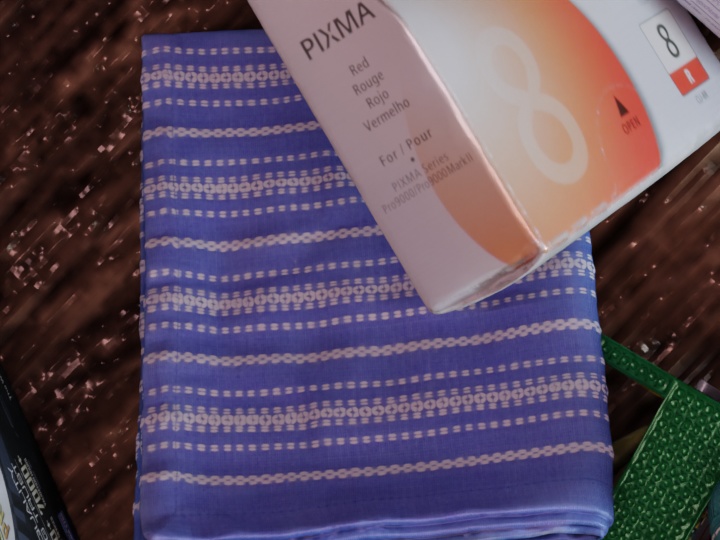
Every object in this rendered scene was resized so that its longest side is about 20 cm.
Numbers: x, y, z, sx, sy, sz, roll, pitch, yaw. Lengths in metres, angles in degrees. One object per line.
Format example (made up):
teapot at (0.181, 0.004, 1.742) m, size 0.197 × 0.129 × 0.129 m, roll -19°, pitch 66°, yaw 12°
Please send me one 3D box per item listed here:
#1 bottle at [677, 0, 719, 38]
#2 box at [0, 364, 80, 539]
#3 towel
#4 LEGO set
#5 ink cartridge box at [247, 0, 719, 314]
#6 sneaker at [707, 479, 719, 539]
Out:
bottle at (0.144, -0.096, 0.846) m, size 0.200 × 0.084 × 0.065 m, roll 38°, pitch 143°, yaw -15°
box at (-0.165, 0.060, 0.855) m, size 0.086 × 0.164 × 0.201 m, roll -23°, pitch 95°, yaw 8°
towel at (0.000, 0.000, 0.843) m, size 0.144 × 0.024 × 0.201 m, roll -6°, pitch 57°, yaw 5°
LEGO set at (0.062, 0.096, 0.886) m, size 0.153 × 0.116 × 0.201 m, roll 20°, pitch 85°, yaw 30°
ink cartridge box at (0.023, -0.104, 0.804) m, size 0.050 × 0.162 × 0.201 m, roll -26°, pitch 94°, yaw 33°
sneaker at (0.173, 0.041, 0.836) m, size 0.071 × 0.199 × 0.080 m, roll -42°, pitch 66°, yaw 48°
